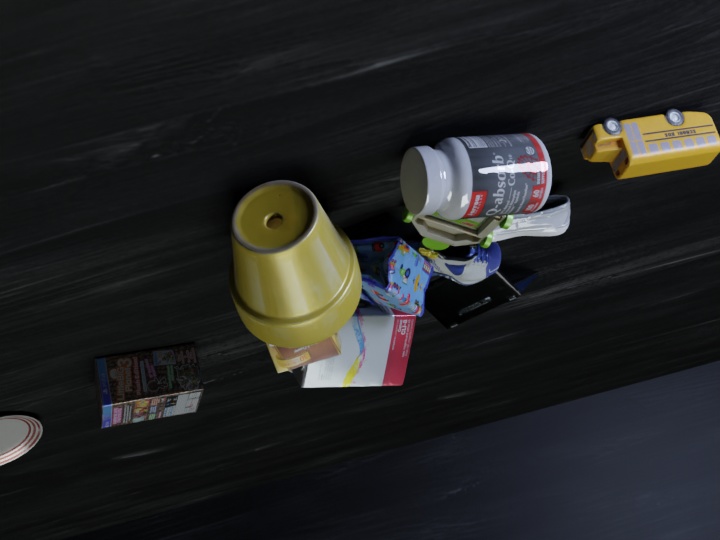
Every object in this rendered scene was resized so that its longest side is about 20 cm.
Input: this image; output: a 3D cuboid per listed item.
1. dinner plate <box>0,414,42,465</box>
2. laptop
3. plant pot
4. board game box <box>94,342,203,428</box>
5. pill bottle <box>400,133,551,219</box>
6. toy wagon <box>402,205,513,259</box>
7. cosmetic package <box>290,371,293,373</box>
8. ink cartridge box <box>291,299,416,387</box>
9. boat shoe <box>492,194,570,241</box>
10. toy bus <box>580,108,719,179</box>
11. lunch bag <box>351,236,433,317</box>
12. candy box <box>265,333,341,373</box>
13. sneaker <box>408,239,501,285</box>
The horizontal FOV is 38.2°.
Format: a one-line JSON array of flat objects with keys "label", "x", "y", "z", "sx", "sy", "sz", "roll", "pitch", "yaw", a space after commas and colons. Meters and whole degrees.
[{"label": "dinner plate", "x": -0.776, "y": 0.360, "z": 2.207, "sx": 0.197, "sy": 0.024, "sz": 0.201, "roll": -22, "pitch": 149, "yaw": -14}, {"label": "laptop", "x": 0.236, "y": 0.028, "z": 2.118, "sx": 0.186, "sy": 0.117, "sz": 0.200, "roll": -27, "pitch": 127, "yaw": 31}, {"label": "plant pot", "x": -0.107, "y": -0.021, "z": 1.507, "sx": 0.197, "sy": 0.203, "sz": 0.190, "roll": -15, "pitch": 145, "yaw": 1}, {"label": "board game box", "x": -0.421, "y": 0.229, "z": 2.057, "sx": 0.197, "sy": 0.098, "sz": 0.160, "roll": -8, "pitch": 159, "yaw": -18}, {"label": "pill bottle", "x": 0.163, "y": -0.133, "z": 1.486, "sx": 0.197, "sy": 0.118, "sz": 0.116, "roll": -6, "pitch": 159, "yaw": -22}, {"label": "toy wagon", "x": 0.145, "y": -0.080, "z": 1.664, "sx": 0.153, "sy": 0.040, "sz": 0.200, "roll": 17, "pitch": 150, "yaw": -15}, {"label": "cosmetic package", "x": -0.051, "y": 0.128, "z": 2.045, "sx": 0.197, "sy": 0.105, "sz": 0.087, "roll": -18, "pitch": 162, "yaw": 14}, {"label": "ink cartridge box", "x": -0.027, "y": 0.112, "z": 1.856, "sx": 0.197, "sy": 0.145, "sz": 0.147, "roll": 1, "pitch": 114, "yaw": -24}, {"label": "boat shoe", "x": 0.256, "y": -0.094, "z": 1.734, "sx": 0.196, "sy": 0.073, "sz": 0.069, "roll": 0, "pitch": 128, "yaw": -2}, {"label": "toy bus", "x": 0.440, "y": -0.191, "z": 1.582, "sx": 0.196, "sy": 0.080, "sz": 0.065, "roll": -10, "pitch": 160, "yaw": -13}, {"label": "lunch bag", "x": 0.000, "y": 0.000, "z": 1.744, "sx": 0.197, "sy": 0.096, "sz": 0.150, "roll": 8, "pitch": 165, "yaw": 30}, {"label": "candy box", "x": -0.113, "y": 0.057, "z": 1.696, "sx": 0.115, "sy": 0.203, "sz": 0.057, "roll": -17, "pitch": -157, "yaw": 6}, {"label": "sneaker", "x": 0.183, "y": -0.029, "z": 1.809, "sx": 0.197, "sy": 0.082, "sz": 0.115, "roll": 2, "pitch": 164, "yaw": -35}]
